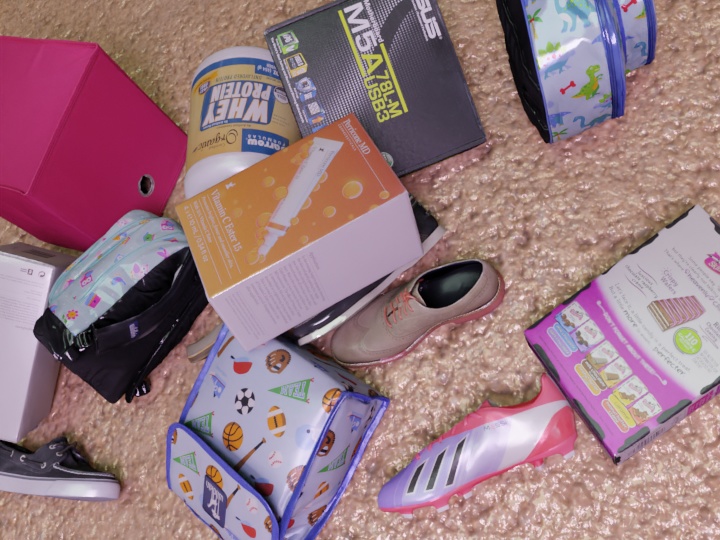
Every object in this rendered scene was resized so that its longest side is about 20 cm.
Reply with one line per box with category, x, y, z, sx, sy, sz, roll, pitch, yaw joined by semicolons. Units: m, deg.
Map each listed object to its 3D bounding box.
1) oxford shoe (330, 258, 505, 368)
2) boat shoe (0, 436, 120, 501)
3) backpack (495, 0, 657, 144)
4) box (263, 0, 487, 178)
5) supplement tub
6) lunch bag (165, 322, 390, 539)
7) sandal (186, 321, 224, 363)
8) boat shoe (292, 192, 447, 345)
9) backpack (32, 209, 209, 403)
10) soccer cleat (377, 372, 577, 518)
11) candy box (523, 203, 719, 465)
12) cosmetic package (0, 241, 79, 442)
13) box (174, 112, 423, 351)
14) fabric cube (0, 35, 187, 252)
oxford shoe;0.047;0.036;0.738;0.197;0.075;0.071;-29;62;11
boat shoe;-0.355;0.225;0.833;0.196;0.070;0.068;-4;69;29
backpack;0.215;-0.248;0.726;0.144;0.183;0.204;-14;69;16
box;0.016;-0.198;0.792;0.190;0.048;0.204;-21;92;0
supplement tub;-0.130;-0.136;0.839;0.142;0.145;0.204;-10;66;17
lunch bag;-0.096;0.173;0.717;0.168;0.123;0.203;29;92;31
sandal;-0.119;0.032;0.802;0.198;0.080;0.055;-34;84;11
boat shoe;0.000;0.000;0.754;0.199;0.072;0.068;-42;92;-15
backpack;-0.258;0.032;0.819;0.126;0.168;0.201;34;72;19
soccer cleat;0.102;0.163;0.666;0.196;0.067;0.078;-23;81;6
candy box;0.267;0.057;0.650;0.198;0.061;0.137;-36;60;5
cosmetic package;-0.395;0.079;0.836;0.083;0.108;0.204;15;93;-7
box;-0.058;-0.038;0.692;0.197;0.098;0.125;-29;53;-4
fabric cube;-0.371;-0.149;0.912;0.196;0.200;0.200;13;73;25
